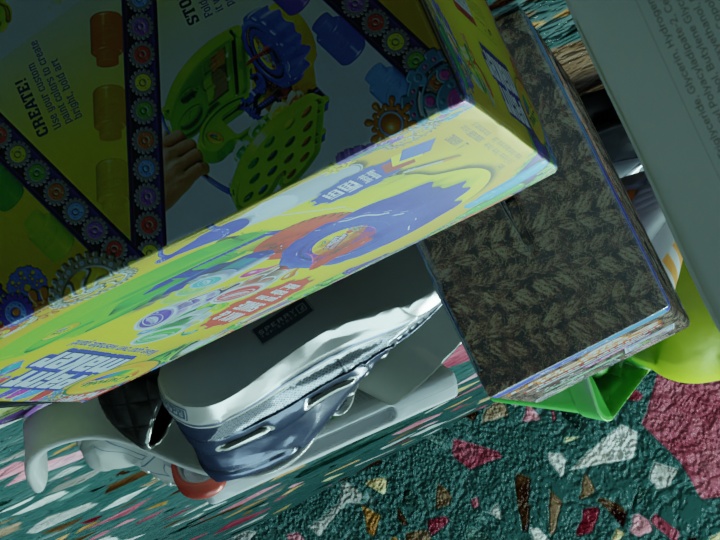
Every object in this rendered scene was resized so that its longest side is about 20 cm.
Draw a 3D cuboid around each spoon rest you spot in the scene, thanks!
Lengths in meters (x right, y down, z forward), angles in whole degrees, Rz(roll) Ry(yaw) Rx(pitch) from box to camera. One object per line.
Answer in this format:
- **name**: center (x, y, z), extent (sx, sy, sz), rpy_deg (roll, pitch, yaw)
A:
- **spoon rest**: center (-0.116, 0.090, 1.499), extent (0.199, 0.100, 0.061), rpy_deg (-13, 154, 11)

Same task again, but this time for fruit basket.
- **fruit basket**: center (0.190, 0.010, 1.674), extent (0.214, 0.156, 0.216), rpy_deg (-20, -164, 6)

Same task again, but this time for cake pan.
- **cake pan**: center (0.060, 0.006, 1.534), extent (0.200, 0.037, 0.200), rpy_deg (-49, -176, 4)

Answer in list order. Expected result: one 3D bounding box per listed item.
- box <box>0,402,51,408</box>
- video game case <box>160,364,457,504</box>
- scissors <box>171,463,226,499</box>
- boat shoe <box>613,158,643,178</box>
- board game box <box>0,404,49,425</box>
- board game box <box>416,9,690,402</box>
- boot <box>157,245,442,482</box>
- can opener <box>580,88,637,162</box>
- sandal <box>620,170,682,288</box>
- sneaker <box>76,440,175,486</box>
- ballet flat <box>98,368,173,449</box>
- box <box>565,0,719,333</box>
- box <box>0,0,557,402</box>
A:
- **box**: center (-0.114, 0.011, 1.290), extent (0.199, 0.046, 0.159), rpy_deg (-27, 172, 14)
- **video game case**: center (-0.059, 0.079, 1.641), extent (0.181, 0.022, 0.200), rpy_deg (-22, -156, -20)
- **scissors**: center (-0.091, 0.080, 1.585), extent (0.073, 0.014, 0.200), rpy_deg (-18, -149, 1)
- **boat shoe**: center (0.224, -0.085, 1.540), extent (0.199, 0.066, 0.070), rpy_deg (-36, 177, 2)
- **board game box**: center (-0.184, 0.061, 1.478), extent (0.199, 0.032, 0.120), rpy_deg (-18, 166, -44)
- **board game box**: center (0.085, -0.026, 1.261), extent (0.096, 0.160, 0.200), rpy_deg (-27, 173, 8)
- **boot**: center (-0.017, 0.040, 1.403), extent (0.199, 0.073, 0.091), rpy_deg (-28, 144, -6)
- **can opener**: center (0.129, -0.081, 1.437), extent (0.199, 0.079, 0.063), rpy_deg (-23, -146, -29)
- **sandal**: center (0.142, 0.014, 1.444), extent (0.079, 0.059, 0.207), rpy_deg (-13, -151, 40)
- **sneaker**: center (-0.136, 0.124, 1.794), extent (0.074, 0.088, 0.200), rpy_deg (-29, -176, -39)
- **ballet flat**: center (-0.066, 0.024, 1.427), extent (0.200, 0.057, 0.066), rpy_deg (-40, 164, 5)
- **box**: center (0.234, -0.087, 1.168), extent (0.171, 0.201, 0.199), rpy_deg (-27, 174, 26)
- **box**: center (-0.059, -0.053, 0.772), extent (0.192, 0.123, 0.200), rpy_deg (-25, 172, 10)
